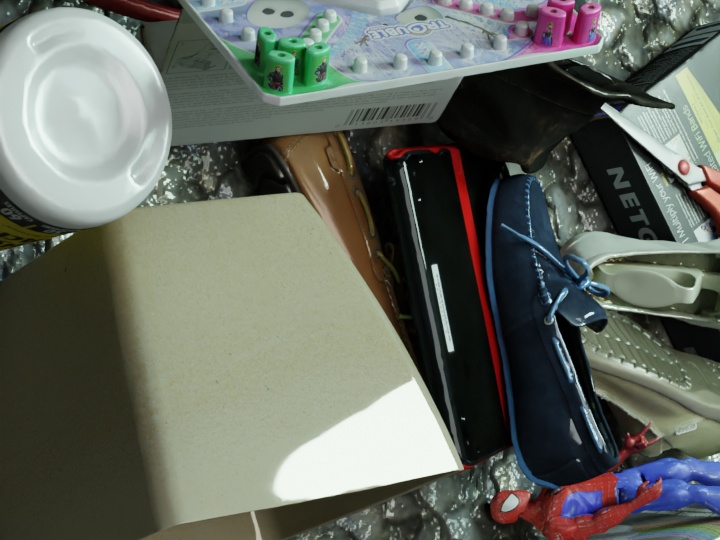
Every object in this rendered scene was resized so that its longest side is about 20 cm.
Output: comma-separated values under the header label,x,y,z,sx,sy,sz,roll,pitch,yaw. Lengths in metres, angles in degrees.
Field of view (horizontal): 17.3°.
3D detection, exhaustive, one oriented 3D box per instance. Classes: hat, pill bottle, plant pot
label,x,y,z,sx,sy,sz,roll,pitch,yaw
hat,0.096,-0.109,1.499,0.200,0.201,0.081,21,98,-34
pill bottle,-0.195,-0.065,1.236,0.111,0.200,0.112,6,80,-37
plant pot,-0.095,0.063,1.312,0.200,0.200,0.178,-6,76,-38

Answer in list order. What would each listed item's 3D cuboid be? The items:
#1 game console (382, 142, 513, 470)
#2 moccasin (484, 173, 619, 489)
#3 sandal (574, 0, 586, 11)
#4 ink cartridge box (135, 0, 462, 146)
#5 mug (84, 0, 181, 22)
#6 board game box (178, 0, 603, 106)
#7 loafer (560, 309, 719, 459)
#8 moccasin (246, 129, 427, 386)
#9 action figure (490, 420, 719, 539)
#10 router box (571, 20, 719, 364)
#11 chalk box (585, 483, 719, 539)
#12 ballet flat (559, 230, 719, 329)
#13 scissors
label,x,y,z,sx,sy,sz,roll,pitch,yaw
game console,0.067,0.018,1.491,0.177,0.031,0.201,-13,91,-64
moccasin,0.127,0.035,1.493,0.080,0.068,0.201,0,79,-65
sandal,0.093,-0.199,1.560,0.200,0.048,0.076,12,73,-58
ink cartridge box,-0.029,-0.131,1.356,0.199,0.174,0.044,-6,67,-19
mug,-0.126,-0.226,1.353,0.200,0.133,0.178,-29,85,-33
board game box,0.000,-0.162,1.269,0.199,0.200,0.026,-11,129,-25
loafer,0.194,0.086,1.591,0.200,0.068,0.076,24,25,-36
moccasin,-0.001,0.000,1.466,0.078,0.074,0.202,-25,90,-29
action figure,0.183,0.140,1.539,0.065,0.199,0.052,-95,173,-58
router box,0.252,-0.056,1.677,0.157,0.052,0.200,-37,106,-35
chalk box,0.233,0.218,1.573,0.200,0.124,0.124,-15,99,-37
ballet flat,0.231,0.011,1.588,0.199,0.069,0.070,4,79,-4
scissors,0.227,-0.058,1.616,0.200,0.014,0.073,20,73,-34
